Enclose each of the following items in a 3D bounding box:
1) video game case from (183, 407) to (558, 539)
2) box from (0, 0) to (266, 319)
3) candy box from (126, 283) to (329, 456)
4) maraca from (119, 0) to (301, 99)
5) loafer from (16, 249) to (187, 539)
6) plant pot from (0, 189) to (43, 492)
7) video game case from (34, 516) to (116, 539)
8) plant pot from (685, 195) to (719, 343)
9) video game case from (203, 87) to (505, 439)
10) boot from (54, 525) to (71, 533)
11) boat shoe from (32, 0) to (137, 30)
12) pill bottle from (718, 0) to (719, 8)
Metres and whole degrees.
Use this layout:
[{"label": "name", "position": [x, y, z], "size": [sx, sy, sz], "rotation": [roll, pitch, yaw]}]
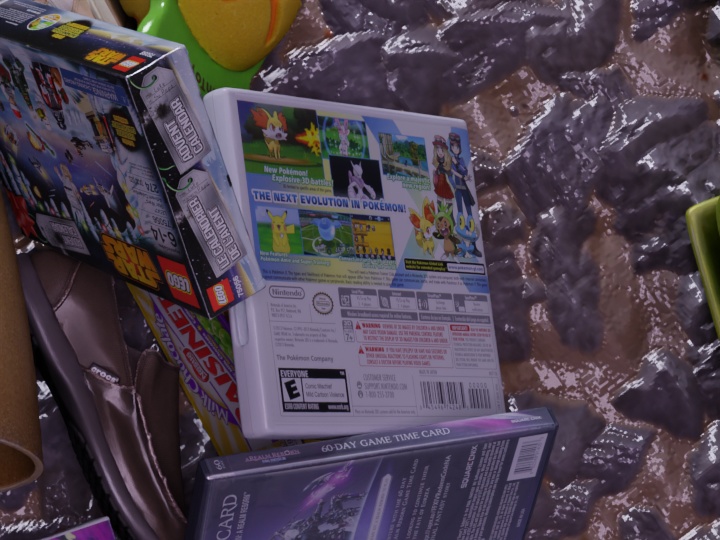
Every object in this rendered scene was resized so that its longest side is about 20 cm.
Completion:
[{"label": "video game case", "position": [0.000, 0.141, 1.416], "size": [0.200, 0.143, 0.019], "rotation": [-6, 45, -21]}, {"label": "box", "position": [-0.135, -0.063, 1.353], "size": [0.040, 0.200, 0.137], "rotation": [-32, 119, -25]}, {"label": "candy box", "position": [-0.083, 0.020, 1.430], "size": [0.026, 0.102, 0.200], "rotation": [-30, 93, -31]}, {"label": "maraca", "position": [-0.082, -0.157, 1.419], "size": [0.107, 0.137, 0.200], "rotation": [-12, 59, 28]}, {"label": "loafer", "position": [-0.126, 0.072, 1.430], "size": [0.071, 0.073, 0.200], "rotation": [-25, 88, -13]}, {"label": "plant pot", "position": [-0.254, 0.003, 1.373], "size": [0.186, 0.186, 0.200], "rotation": [4, 73, -10]}, {"label": "video game case", "position": [-0.186, 0.250, 1.367], "size": [0.181, 0.036, 0.200], "rotation": [-17, 86, -20]}, {"label": "plant pot", "position": [0.300, 0.019, 1.461], "size": [0.199, 0.181, 0.200], "rotation": [-17, 90, -11]}, {"label": "video game case", "position": [0.000, 0.000, 1.417], "size": [0.200, 0.022, 0.183], "rotation": [4, 75, -48]}, {"label": "boot", "position": [-0.202, 0.212, 1.428], "size": [0.200, 0.072, 0.167], "rotation": [28, 71, -7]}, {"label": "boat shoe", "position": [-0.168, -0.148, 1.444], "size": [0.066, 0.074, 0.200], "rotation": [-31, 94, 8]}, {"label": "pill bottle", "position": [0.257, -0.173, 1.498], "size": [0.112, 0.112, 0.200], "rotation": [-9, 89, -11]}]
